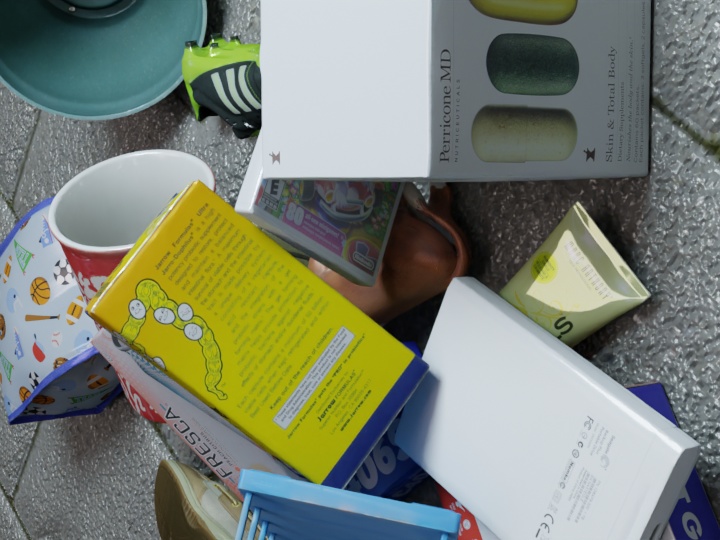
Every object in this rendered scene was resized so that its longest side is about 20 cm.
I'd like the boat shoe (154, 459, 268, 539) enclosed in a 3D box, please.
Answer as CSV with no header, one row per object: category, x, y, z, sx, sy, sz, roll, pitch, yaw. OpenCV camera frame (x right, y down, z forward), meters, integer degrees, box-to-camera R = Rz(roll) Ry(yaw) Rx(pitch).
boat shoe,-0.126,0.227,1.145,0.200,0.066,0.074,40,123,54

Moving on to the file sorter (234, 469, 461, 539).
file sorter,-0.015,0.225,0.870,0.200,0.138,0.123,83,-161,-69

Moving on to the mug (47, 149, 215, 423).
mug,-0.159,0.006,1.098,0.133,0.178,0.201,3,129,17

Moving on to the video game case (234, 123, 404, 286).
video game case,-0.006,-0.106,0.880,0.018,0.143,0.201,7,75,38

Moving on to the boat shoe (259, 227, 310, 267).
boat shoe,-0.075,0.029,1.063,0.068,0.074,0.201,179,102,-68

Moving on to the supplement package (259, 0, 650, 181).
supplement package,0.060,-0.131,0.808,0.150,0.200,0.152,5,97,48

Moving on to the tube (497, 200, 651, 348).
tube,0.105,0.042,0.885,0.200,0.058,0.052,-46,22,37

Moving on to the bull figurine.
bull figurine,0.000,0.000,0.982,0.200,0.065,0.122,-28,70,34

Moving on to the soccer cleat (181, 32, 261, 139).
soccer cleat,-0.076,-0.147,1.073,0.200,0.067,0.081,17,123,47

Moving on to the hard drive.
hard drive,0.109,0.110,0.827,0.200,0.027,0.132,38,119,39

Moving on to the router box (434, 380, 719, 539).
router box,0.151,0.196,0.843,0.179,0.049,0.201,-37,66,43

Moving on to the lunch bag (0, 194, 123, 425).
lunch bag,-0.275,0.035,1.259,0.200,0.123,0.171,-44,60,49

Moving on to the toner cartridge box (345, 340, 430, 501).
toner cartridge box,-0.008,0.147,1.023,0.200,0.043,0.095,-47,58,39

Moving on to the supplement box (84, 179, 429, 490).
supplement box,-0.073,0.046,0.880,0.110,0.200,0.109,-53,10,-10

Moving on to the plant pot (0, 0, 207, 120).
plant pot,-0.241,-0.255,1.167,0.134,0.200,0.201,-106,35,-55

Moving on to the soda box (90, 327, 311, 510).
soda box,-0.102,0.095,0.972,0.200,0.064,0.068,47,135,-9
